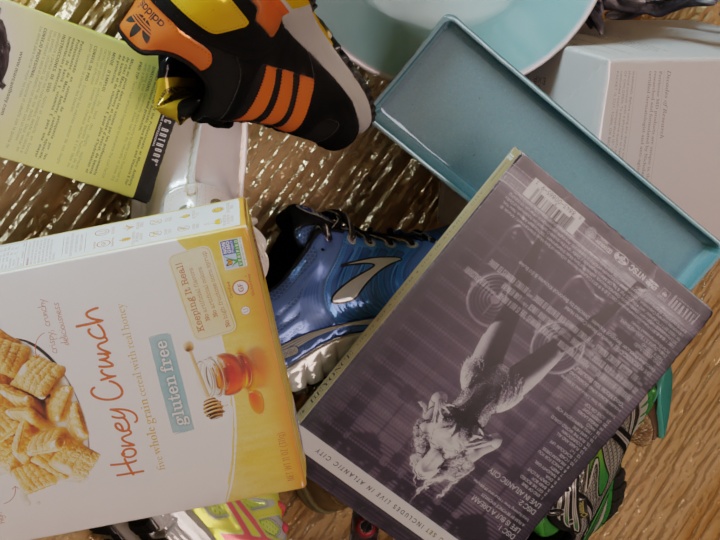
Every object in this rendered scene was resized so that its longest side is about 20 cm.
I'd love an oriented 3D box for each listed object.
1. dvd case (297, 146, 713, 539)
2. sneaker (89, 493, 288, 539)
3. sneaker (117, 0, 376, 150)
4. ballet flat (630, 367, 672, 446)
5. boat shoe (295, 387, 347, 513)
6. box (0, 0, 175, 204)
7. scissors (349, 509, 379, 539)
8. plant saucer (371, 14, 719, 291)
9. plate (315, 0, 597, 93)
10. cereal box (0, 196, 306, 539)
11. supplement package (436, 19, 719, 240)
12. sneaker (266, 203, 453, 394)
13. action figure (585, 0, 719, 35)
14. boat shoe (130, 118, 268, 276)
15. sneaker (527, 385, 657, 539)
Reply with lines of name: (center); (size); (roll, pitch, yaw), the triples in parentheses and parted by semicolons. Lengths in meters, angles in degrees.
dvd case: (0.070, 0.056, 1.262); (0.149, 0.016, 0.200); (37, 95, -24)
sneaker: (-0.061, 0.149, 1.274); (0.200, 0.078, 0.090); (54, 53, -21)
sneaker: (-0.059, -0.100, 1.167); (0.090, 0.070, 0.200); (-39, 155, -3)
ballet flat: (0.150, 0.053, 1.410); (0.200, 0.065, 0.071); (81, 19, -63)
boat shoe: (0.038, 0.058, 1.359); (0.200, 0.063, 0.073); (-51, 131, -17)
box: (-0.175, -0.092, 1.129); (0.199, 0.050, 0.076); (15, 94, -44)
scissors: (-0.002, 0.125, 1.296); (0.073, 0.014, 0.201); (25, 71, -2)
plant saucer: (0.097, -0.048, 1.267); (0.200, 0.019, 0.070); (39, 97, -14)
plate: (0.043, -0.193, 1.270); (0.199, 0.026, 0.201); (-1, 93, -20)
cereal box: (-0.136, 0.054, 1.145); (0.199, 0.040, 0.145); (-12, 116, 2)
supplement package: (0.161, -0.075, 1.384); (0.199, 0.121, 0.120); (-5, 108, -40)
sneaker: (0.000, 0.000, 1.279); (0.199, 0.079, 0.090); (-23, 99, -17)
action figure: (0.179, -0.191, 1.368); (0.199, 0.102, 0.119); (4, 67, -45)
boat shoe: (-0.076, -0.007, 1.213); (0.071, 0.069, 0.201); (13, 86, -59)
sneaker: (0.114, 0.102, 1.353); (0.085, 0.078, 0.201); (-52, 153, -38)
